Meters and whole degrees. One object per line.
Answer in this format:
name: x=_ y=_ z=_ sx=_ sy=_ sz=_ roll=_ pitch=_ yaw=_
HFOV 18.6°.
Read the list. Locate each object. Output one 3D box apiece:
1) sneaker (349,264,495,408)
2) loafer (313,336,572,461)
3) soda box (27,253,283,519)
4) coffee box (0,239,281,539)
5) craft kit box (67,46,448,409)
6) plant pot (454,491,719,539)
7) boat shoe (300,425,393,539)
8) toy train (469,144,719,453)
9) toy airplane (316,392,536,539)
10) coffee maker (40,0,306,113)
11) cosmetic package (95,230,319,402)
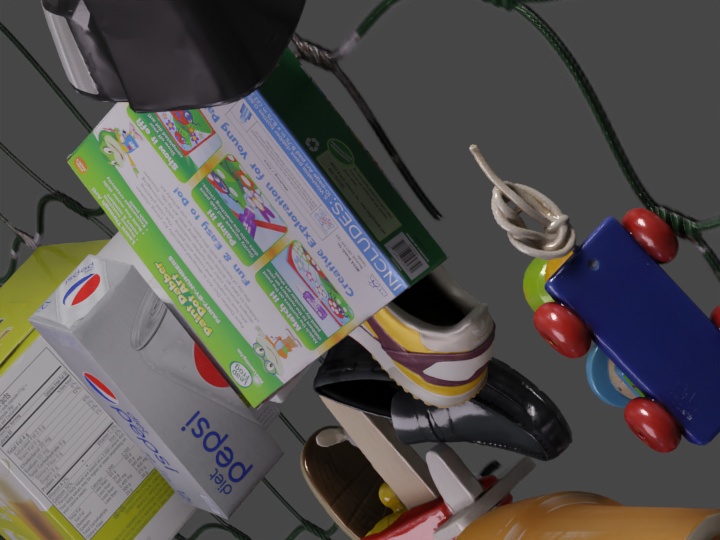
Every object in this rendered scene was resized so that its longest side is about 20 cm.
sneaker: x=0.000 y=0.000 z=1.369 sx=0.199 sy=0.075 sz=0.090 roll=30 pitch=145 yaw=17
loafer: x=0.051 y=0.087 z=1.431 sx=0.200 sy=0.070 sz=0.068 roll=21 pitch=151 yaw=42
soda box: x=-0.142 y=0.083 z=1.558 sx=0.063 sy=0.068 sz=0.200 roll=12 pitch=145 yaw=53
coffee box: x=-0.226 y=0.113 z=1.772 sx=0.198 sy=0.200 sz=0.199 roll=49 pitch=157 yaw=-19
craft kit box: x=-0.067 y=-0.038 z=1.318 sx=0.200 sy=0.048 sz=0.197 roll=53 pitch=139 yaw=1
plant pot: x=0.172 y=0.226 z=1.356 sx=0.200 sy=0.200 sz=0.183 roll=47 pitch=143 yaw=-15
boat shoe: x=0.028 y=0.198 z=1.679 sx=0.200 sy=0.071 sz=0.065 roll=42 pitch=158 yaw=-5
toy train: x=0.115 y=0.004 z=1.169 sx=0.200 sy=0.085 sz=0.116 roll=46 pitch=171 yaw=-10
toy airplane: x=0.057 y=0.175 z=1.530 sx=0.198 sy=0.141 sz=0.201 roll=12 pitch=117 yaw=28
coffee maker: x=-0.105 y=-0.182 z=1.102 sx=0.192 sy=0.135 sz=0.200 roll=20 pitch=151 yaw=42
cosmetic package: x=-0.117 y=0.028 z=1.602 sx=0.200 sy=0.071 sz=0.102 roll=7 pitch=141 yaw=55
